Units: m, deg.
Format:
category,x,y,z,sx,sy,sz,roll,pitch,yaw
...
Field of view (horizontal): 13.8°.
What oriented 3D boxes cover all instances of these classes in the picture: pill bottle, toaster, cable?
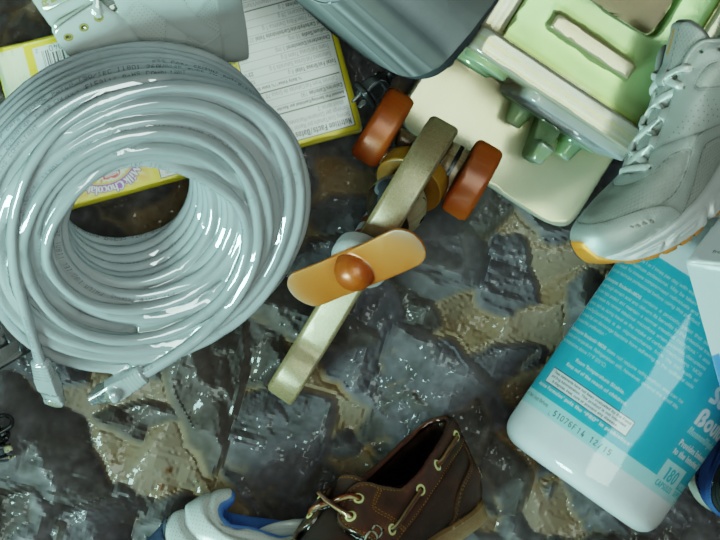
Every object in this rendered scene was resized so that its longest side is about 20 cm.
category,x,y,z,sx,sy,sz,roll,pitch,yaw
pill bottle,0.183,0.046,1.761,0.111,0.111,0.200,35,90,-10
toaster,0.018,-0.200,1.653,0.200,0.113,0.129,-56,144,1
cable,-0.127,-0.035,1.687,0.199,0.069,0.200,-25,128,0

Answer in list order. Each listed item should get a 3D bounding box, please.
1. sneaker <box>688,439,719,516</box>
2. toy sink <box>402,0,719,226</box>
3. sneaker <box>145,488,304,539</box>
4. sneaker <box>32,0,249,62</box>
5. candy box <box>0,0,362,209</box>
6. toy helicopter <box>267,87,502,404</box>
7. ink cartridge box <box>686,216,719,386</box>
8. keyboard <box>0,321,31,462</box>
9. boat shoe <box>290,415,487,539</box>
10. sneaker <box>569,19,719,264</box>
category,x,y,z,sx,sy,sz,roll,pitch,yaw
sneaker,0.283,0.074,1.778,0.200,0.111,0.077,-44,100,-3
toy sink,0.129,-0.135,1.735,0.130,0.112,0.201,33,90,-10
sneaker,-0.050,0.222,1.757,0.200,0.081,0.147,40,93,-5
sneaker,-0.128,-0.169,1.640,0.115,0.200,0.074,-12,58,-4
candy box,-0.107,-0.106,1.746,0.199,0.026,0.103,-15,98,-7
toy helicopter,0.000,0.000,1.721,0.079,0.132,0.201,30,114,-2
ink cartridge box,0.278,-0.005,1.692,0.200,0.083,0.146,-49,133,-37
keyboard,-0.281,0.082,1.736,0.199,0.021,0.127,-30,103,0
boat shoe,-0.001,0.149,1.725,0.200,0.070,0.071,-35,118,-48
sneaker,0.179,-0.086,1.660,0.200,0.076,0.092,-42,113,-21
